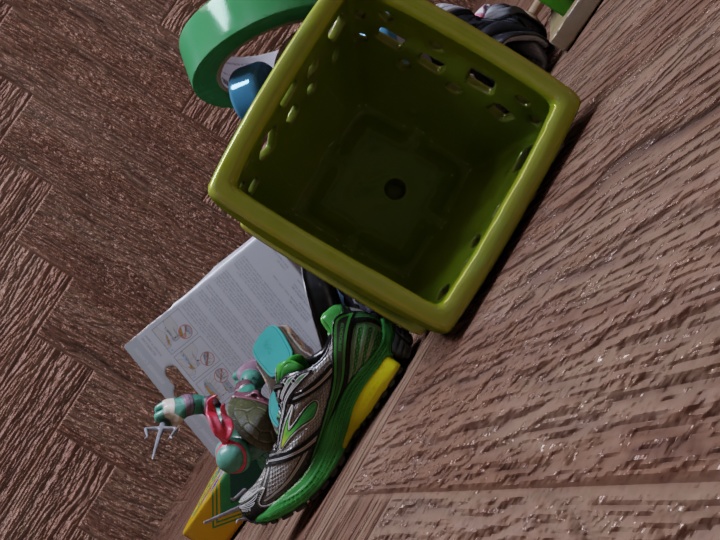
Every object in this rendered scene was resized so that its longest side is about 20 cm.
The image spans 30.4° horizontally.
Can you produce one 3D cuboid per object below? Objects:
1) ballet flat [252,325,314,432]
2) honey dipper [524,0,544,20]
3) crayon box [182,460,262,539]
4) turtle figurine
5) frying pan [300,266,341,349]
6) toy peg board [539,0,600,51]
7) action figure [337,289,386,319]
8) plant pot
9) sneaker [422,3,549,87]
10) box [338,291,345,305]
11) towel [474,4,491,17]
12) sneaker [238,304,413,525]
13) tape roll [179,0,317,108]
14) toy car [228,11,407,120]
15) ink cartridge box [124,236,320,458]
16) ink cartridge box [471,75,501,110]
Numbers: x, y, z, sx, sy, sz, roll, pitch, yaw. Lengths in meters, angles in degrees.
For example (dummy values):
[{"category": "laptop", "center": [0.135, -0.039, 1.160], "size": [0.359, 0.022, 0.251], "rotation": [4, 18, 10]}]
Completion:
[{"category": "ballet flat", "center": [-0.051, 0.111, 1.238], "size": [0.068, 0.067, 0.200], "rotation": [-45, 24, 10]}, {"category": "honey dipper", "center": [0.225, -0.335, 1.585], "size": [0.200, 0.038, 0.038], "rotation": [-56, 3, -25]}, {"category": "crayon box", "center": [-0.133, 0.233, 1.503], "size": [0.200, 0.051, 0.126], "rotation": [-56, 5, 33]}, {"category": "turtle figurine", "center": [-0.112, 0.159, 1.268], "size": [0.101, 0.150, 0.200], "rotation": [-33, 7, 26]}, {"category": "frying pan", "center": [-0.038, 0.013, 1.206], "size": [0.115, 0.031, 0.191], "rotation": [69, -173, -61]}, {"category": "toy peg board", "center": [0.214, -0.338, 1.281], "size": [0.199, 0.098, 0.200], "rotation": [-57, 5, 22]}, {"category": "action figure", "center": [0.028, -0.025, 1.156], "size": [0.200, 0.102, 0.119], "rotation": [-57, -10, 11]}, {"category": "plant pot", "center": [0.022, -0.073, 0.989], "size": [0.199, 0.200, 0.182], "rotation": [-59, -3, -9]}, {"category": "sneaker", "center": [0.150, -0.216, 1.325], "size": [0.200, 0.114, 0.076], "rotation": [-8, -58, -48]}, {"category": "box", "center": [0.000, 0.000, 1.331], "size": [0.200, 0.038, 0.137], "rotation": [-72, -13, -70]}, {"category": "towel", "center": [0.083, -0.192, 1.450], "size": [0.146, 0.030, 0.200], "rotation": [-52, 11, 47]}, {"category": "sneaker", "center": [-0.042, 0.115, 1.066], "size": [0.200, 0.085, 0.078], "rotation": [-58, 4, 7]}, {"category": "tape roll", "center": [-0.083, -0.235, 1.347], "size": [0.200, 0.048, 0.200], "rotation": [-19, -16, -6]}, {"category": "toy car", "center": [0.004, -0.160, 1.345], "size": [0.184, 0.178, 0.200], "rotation": [-17, 0, 27]}, {"category": "ink cartridge box", "center": [-0.123, 0.075, 1.412], "size": [0.200, 0.163, 0.057], "rotation": [-38, 4, 12]}, {"category": "ink cartridge box", "center": [0.087, -0.088, 1.391], "size": [0.161, 0.050, 0.200], "rotation": [-55, 18, 38]}]
